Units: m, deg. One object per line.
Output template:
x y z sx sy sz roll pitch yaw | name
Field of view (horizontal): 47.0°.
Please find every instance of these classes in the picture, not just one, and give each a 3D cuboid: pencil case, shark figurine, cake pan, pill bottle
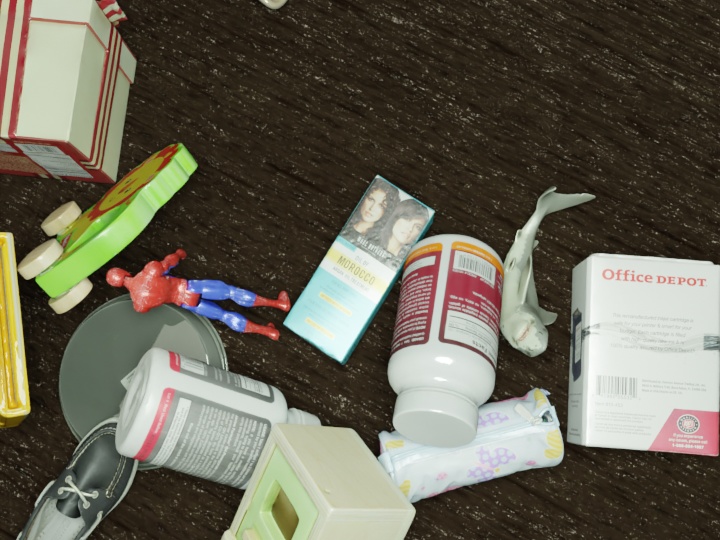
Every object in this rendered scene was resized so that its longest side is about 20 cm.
0.118 0.190 0.889 0.197 0.091 0.085 -15 81 0 | pencil case
0.199 0.013 0.937 0.089 0.128 0.217 26 63 -19 | shark figurine
-0.250 0.122 0.935 0.196 0.037 0.204 0 81 1 | cake pan
-0.144 0.163 0.863 0.198 0.110 0.112 23 80 -22 | pill bottle
0.088 0.073 0.864 0.111 0.114 0.203 10 57 3 | pill bottle

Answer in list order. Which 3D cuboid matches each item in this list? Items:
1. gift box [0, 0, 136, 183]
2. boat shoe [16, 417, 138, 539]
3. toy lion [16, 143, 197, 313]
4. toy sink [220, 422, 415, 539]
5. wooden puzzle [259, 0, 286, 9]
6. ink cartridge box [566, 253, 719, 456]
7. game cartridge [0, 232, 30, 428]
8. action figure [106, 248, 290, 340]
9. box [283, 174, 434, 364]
-0.353 -0.217 0.917 0.181 0.200 0.190 6 79 -3 | gift box
-0.306 0.248 0.881 0.074 0.060 0.201 38 98 2 | boat shoe
-0.260 -0.063 0.896 0.190 0.200 0.069 -34 114 6 | toy lion
-0.056 0.273 0.811 0.111 0.130 0.202 12 110 -36 | toy sink
-0.115 -0.442 1.030 0.184 0.037 0.201 38 79 7 | wooden puzzle
0.307 0.092 0.903 0.142 0.084 0.204 4 82 2 | ink cartridge box
-0.376 0.071 0.869 0.032 0.199 0.180 -5 79 -27 | game cartridge
-0.186 0.019 0.918 0.197 0.099 0.066 15 106 -30 | action figure
0.000 0.000 0.943 0.082 0.049 0.202 31 83 6 | box
